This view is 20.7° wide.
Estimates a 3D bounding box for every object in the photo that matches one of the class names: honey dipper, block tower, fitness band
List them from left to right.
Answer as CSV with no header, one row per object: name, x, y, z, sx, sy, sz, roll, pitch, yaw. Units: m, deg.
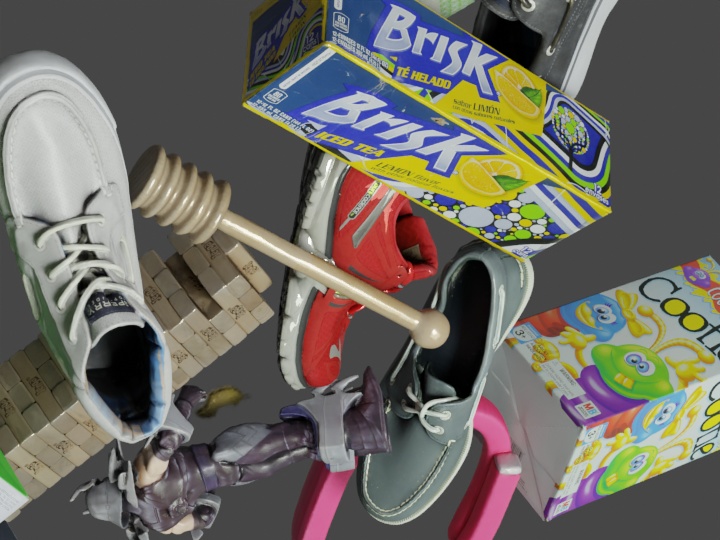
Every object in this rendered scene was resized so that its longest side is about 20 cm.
block tower,-0.140,0.051,1.092,0.200,0.054,0.058,-39,147,-1
honey dipper,-0.035,-0.005,1.056,0.200,0.038,0.038,30,111,-24
fitness band,0.030,0.161,1.369,0.143,0.037,0.200,3,130,-21

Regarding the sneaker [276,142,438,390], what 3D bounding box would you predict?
sneaker,0.000,0.000,1.118,0.085,0.077,0.200,10,135,-3

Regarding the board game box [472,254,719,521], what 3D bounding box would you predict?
board game box,0.192,0.081,1.408,0.200,0.105,0.103,-17,141,-31

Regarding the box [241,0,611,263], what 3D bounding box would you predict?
box,0.037,-0.081,1.016,0.200,0.064,0.070,27,139,-32

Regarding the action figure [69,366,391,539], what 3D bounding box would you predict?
action figure,-0.081,0.115,1.214,0.200,0.069,0.130,-16,153,-6

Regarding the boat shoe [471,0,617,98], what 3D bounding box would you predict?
boat shoe,0.089,-0.148,1.027,0.066,0.070,0.200,-27,154,-25

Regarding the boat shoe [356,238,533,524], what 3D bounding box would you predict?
boat shoe,0.045,0.071,1.251,0.200,0.073,0.062,-64,163,8

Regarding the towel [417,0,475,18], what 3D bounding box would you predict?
towel,0.063,-0.203,1.015,0.200,0.031,0.149,-32,149,-15

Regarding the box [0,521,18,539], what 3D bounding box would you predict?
box,-0.267,0.245,1.114,0.200,0.148,0.107,-7,135,-39

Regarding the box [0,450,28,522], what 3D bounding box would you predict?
box,-0.292,0.102,0.964,0.176,0.097,0.200,-38,148,-1

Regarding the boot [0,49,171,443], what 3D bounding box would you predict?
boot,-0.131,-0.007,0.967,0.073,0.096,0.200,-24,134,-12
